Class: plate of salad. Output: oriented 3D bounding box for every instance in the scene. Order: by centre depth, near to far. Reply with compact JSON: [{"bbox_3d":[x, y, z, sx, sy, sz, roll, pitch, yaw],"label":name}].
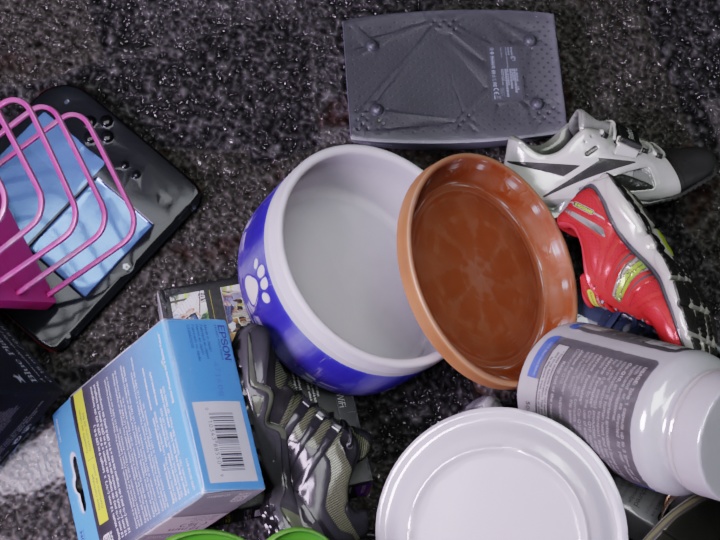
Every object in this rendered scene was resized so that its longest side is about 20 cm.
[{"bbox_3d":[0.110,0.207,1.269,0.198,0.048,0.202,0,89,15],"label":"plate of salad"}]

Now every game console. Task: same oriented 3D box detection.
[{"bbox_3d":[-0.265,-0.052,1.431,0.177,0.031,0.200,38,73,11],"label":"game console"}]

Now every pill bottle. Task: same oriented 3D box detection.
[{"bbox_3d":[0.225,0.111,1.264,0.113,0.200,0.115,-6,102,-33],"label":"pill bottle"}]

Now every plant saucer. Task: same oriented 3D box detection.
[{"bbox_3d":[0.104,0.002,1.352,0.199,0.032,0.202,19,61,-37],"label":"plant saucer"}]

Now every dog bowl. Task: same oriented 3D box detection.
[{"bbox_3d":[0.000,0.000,1.360,0.199,0.079,0.201,14,60,-27],"label":"dog bowl"}]

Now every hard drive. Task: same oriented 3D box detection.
[{"bbox_3d":[0.085,-0.172,1.490,0.198,0.042,0.136,-3,70,-4],"label":"hard drive"}]

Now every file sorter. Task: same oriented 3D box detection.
[{"bbox_3d":[-0.292,-0.062,1.296,0.125,0.200,0.140,-34,76,17],"label":"file sorter"}]

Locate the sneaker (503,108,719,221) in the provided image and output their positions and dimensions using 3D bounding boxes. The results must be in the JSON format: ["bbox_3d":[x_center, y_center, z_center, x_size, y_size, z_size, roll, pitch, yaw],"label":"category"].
[{"bbox_3d":[0.223,-0.102,1.440,0.198,0.074,0.089,-10,106,-9],"label":"sneaker"}]

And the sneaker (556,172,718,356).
[{"bbox_3d":[0.231,0.014,1.367,0.085,0.077,0.201,-38,57,20],"label":"sneaker"}]

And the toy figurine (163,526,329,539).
[{"bbox_3d":[-0.135,0.259,1.249,0.199,0.184,0.151,-25,98,-28],"label":"toy figurine"}]

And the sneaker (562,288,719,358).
[{"bbox_3d":[0.263,0.067,1.391,0.199,0.082,0.070,29,71,8],"label":"sneaker"}]

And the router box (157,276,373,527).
[{"bbox_3d":[-0.083,0.103,1.372,0.148,0.051,0.201,-10,71,-9],"label":"router box"}]

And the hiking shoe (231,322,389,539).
[{"bbox_3d":[-0.045,0.134,1.306,0.100,0.076,0.201,-15,85,-20],"label":"hiking shoe"}]

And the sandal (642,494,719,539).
[{"bbox_3d":[0.278,0.194,1.289,0.201,0.057,0.080,-41,107,-32],"label":"sandal"}]

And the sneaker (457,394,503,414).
[{"bbox_3d":[0.088,0.203,1.347,0.082,0.075,0.201,22,76,-10],"label":"sneaker"}]

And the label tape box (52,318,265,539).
[{"bbox_3d":[-0.167,0.144,1.305,0.066,0.200,0.144,0,64,-38],"label":"label tape box"}]

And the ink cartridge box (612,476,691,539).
[{"bbox_3d":[0.309,0.203,1.351,0.199,0.067,0.116,33,71,9],"label":"ink cartridge box"}]

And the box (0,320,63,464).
[{"bbox_3d":[-0.370,0.069,1.276,0.197,0.200,0.117,45,99,12],"label":"box"}]
